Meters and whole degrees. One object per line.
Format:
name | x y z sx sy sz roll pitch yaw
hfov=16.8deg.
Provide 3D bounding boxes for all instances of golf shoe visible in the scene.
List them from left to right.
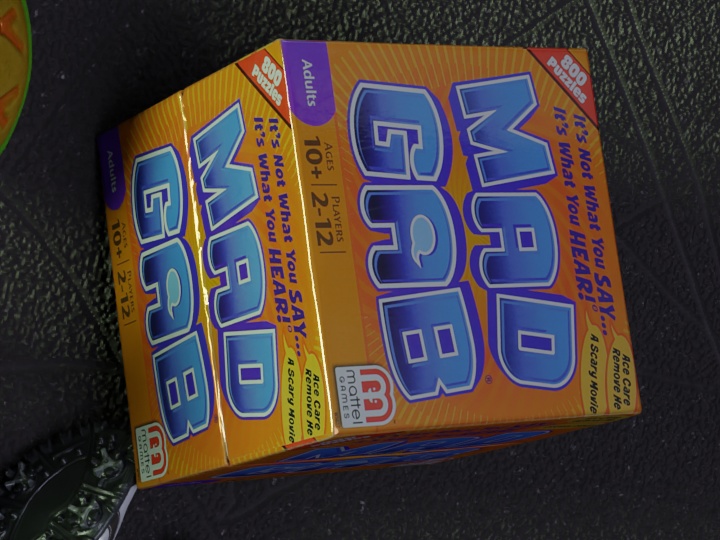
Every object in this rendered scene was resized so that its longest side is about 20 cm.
golf shoe | -0.176 0.178 1.341 0.200 0.078 0.095 -57 145 -14

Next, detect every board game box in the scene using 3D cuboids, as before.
board game box | 0.000 0.000 1.308 0.199 0.200 0.201 -2 79 -34

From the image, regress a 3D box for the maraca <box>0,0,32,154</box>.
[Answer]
maraca | -0.227 -0.129 1.217 0.137 0.107 0.201 2 97 -34
